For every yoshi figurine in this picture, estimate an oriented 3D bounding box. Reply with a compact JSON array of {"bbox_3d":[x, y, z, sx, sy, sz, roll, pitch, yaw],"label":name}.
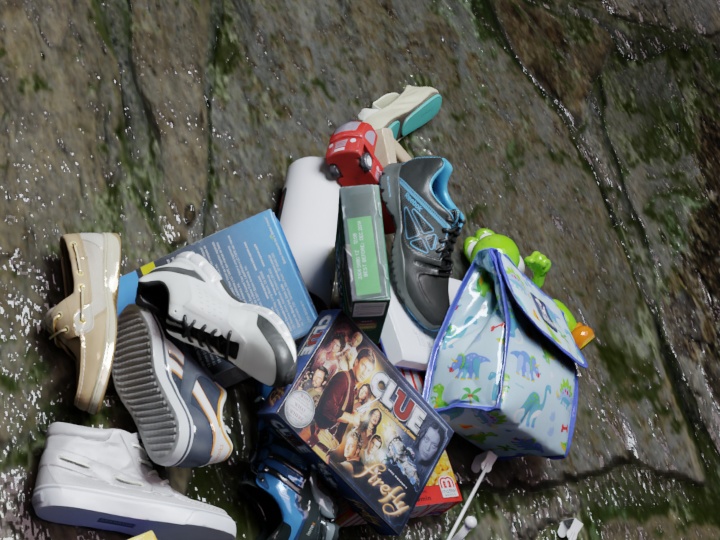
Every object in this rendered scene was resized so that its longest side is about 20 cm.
[{"bbox_3d":[0.195,0.031,1.661,0.112,0.112,0.200,-30,77,-37],"label":"yoshi figurine"}]

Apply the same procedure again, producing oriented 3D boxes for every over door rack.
[{"bbox_3d":[0.166,0.305,1.477,0.148,0.067,0.200,39,46,-8],"label":"over door rack"}]

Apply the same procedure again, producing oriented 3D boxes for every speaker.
[{"bbox_3d":[-0.061,-0.034,1.537,0.081,0.081,0.201,25,49,-20],"label":"speaker"}]

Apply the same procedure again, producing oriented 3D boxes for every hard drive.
[{"bbox_3d":[0.080,0.059,1.568,0.200,0.025,0.132,15,50,-51],"label":"hard drive"}]

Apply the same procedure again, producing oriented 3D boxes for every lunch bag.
[{"bbox_3d":[0.172,0.097,1.528,0.170,0.127,0.201,38,54,-45],"label":"lunch bag"}]

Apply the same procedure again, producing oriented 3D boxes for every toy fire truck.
[{"bbox_3d":[0.029,-0.122,1.616,0.200,0.049,0.141,55,34,-40],"label":"toy fire truck"}]

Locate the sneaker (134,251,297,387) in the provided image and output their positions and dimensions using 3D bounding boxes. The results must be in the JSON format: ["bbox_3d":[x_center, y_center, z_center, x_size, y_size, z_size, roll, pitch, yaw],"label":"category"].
[{"bbox_3d":[-0.143,0.058,1.310,0.200,0.074,0.080,34,37,31],"label":"sneaker"}]

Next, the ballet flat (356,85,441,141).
[{"bbox_3d":[0.031,-0.190,1.732,0.070,0.069,0.200,48,43,2],"label":"ballet flat"}]

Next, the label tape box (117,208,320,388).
[{"bbox_3d":[-0.153,0.045,1.411,0.199,0.063,0.145,-24,71,-1],"label":"label tape box"}]

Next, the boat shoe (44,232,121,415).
[{"bbox_3d":[-0.280,0.050,1.336,0.069,0.074,0.201,8,54,-17],"label":"boat shoe"}]

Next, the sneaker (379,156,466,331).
[{"bbox_3d":[0.078,-0.032,1.520,0.073,0.082,0.201,-1,78,-64],"label":"sneaker"}]

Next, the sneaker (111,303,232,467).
[{"bbox_3d":[-0.187,0.118,1.324,0.079,0.079,0.200,17,33,-40],"label":"sneaker"}]

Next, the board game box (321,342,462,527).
[{"bbox_3d":[0.012,0.174,1.469,0.151,0.046,0.201,0,60,-37],"label":"board game box"}]

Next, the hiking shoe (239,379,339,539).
[{"bbox_3d":[-0.082,0.193,1.360,0.086,0.074,0.201,-4,70,-34],"label":"hiking shoe"}]

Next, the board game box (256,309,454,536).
[{"bbox_3d":[0.000,0.155,1.361,0.200,0.035,0.136,48,56,-26],"label":"board game box"}]

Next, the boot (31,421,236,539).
[{"bbox_3d":[-0.208,0.199,1.274,0.199,0.074,0.096,18,57,-25],"label":"boot"}]

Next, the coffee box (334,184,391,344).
[{"bbox_3d":[0.000,0.000,1.401,0.044,0.200,0.124,-5,76,-4],"label":"coffee box"}]

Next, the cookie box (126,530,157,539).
[{"bbox_3d":[-0.220,0.351,1.161,0.171,0.075,0.200,-16,70,-40],"label":"cookie box"}]
